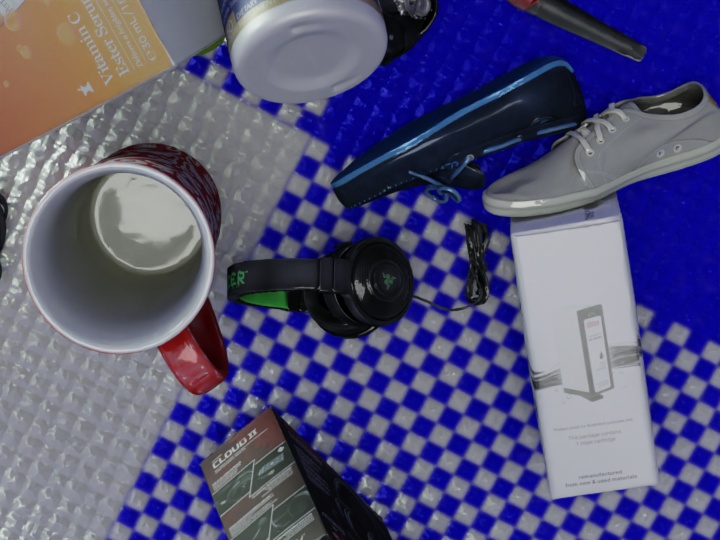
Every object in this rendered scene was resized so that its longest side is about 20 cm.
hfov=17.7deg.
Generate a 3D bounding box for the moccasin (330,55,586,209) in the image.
[{"bbox_3d":[0.077,-0.088,1.724,0.200,0.080,0.068,-26,103,7],"label":"moccasin"}]

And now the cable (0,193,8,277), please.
[{"bbox_3d":[-0.365,-0.029,1.768,0.200,0.051,0.163,-22,94,8],"label":"cable"}]

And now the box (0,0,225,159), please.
[{"bbox_3d":[-0.218,-0.187,1.664,0.200,0.106,0.152,-25,100,30],"label":"box"}]

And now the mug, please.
[{"bbox_3d":[-0.163,-0.006,1.684,0.133,0.200,0.178,-2,101,1],"label":"mug"}]

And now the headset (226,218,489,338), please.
[{"bbox_3d":[0.000,0.000,1.731,0.200,0.124,0.094,5,81,-14],"label":"headset"}]

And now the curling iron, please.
[{"bbox_3d":[0.128,-0.213,1.724,0.200,0.026,0.050,34,103,-5],"label":"curling iron"}]

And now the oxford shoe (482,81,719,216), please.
[{"bbox_3d":[0.178,-0.090,1.709,0.200,0.075,0.058,-21,116,-12],"label":"oxford shoe"}]

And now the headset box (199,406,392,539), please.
[{"bbox_3d":[-0.033,0.205,1.718,0.077,0.200,0.149,-38,120,6],"label":"headset box"}]

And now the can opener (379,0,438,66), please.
[{"bbox_3d":[0.015,-0.250,1.694,0.079,0.063,0.200,1,95,39],"label":"can opener"}]

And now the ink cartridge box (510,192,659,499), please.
[{"bbox_3d":[0.164,0.050,1.713,0.084,0.146,0.200,-9,99,5],"label":"ink cartridge box"}]

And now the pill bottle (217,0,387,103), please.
[{"bbox_3d":[-0.054,-0.228,1.645,0.111,0.111,0.200,-17,60,5],"label":"pill bottle"}]

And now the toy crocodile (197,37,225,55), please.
[{"bbox_3d":[-0.146,-0.255,1.704,0.062,0.068,0.200,-19,100,25],"label":"toy crocodile"}]
